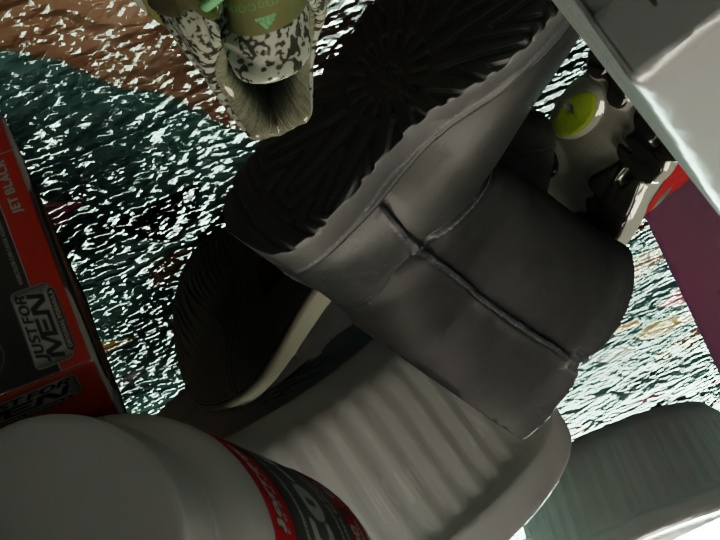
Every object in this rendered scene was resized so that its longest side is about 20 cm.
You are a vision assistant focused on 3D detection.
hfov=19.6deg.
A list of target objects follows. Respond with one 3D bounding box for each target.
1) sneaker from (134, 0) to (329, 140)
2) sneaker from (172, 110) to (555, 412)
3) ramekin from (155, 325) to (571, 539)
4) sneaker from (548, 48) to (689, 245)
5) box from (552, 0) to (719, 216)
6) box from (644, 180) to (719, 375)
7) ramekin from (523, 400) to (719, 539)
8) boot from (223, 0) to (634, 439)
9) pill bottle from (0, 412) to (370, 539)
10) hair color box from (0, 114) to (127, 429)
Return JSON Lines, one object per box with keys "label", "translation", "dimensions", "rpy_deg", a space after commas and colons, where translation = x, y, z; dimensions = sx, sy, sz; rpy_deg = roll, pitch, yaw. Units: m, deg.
{"label": "sneaker", "translation": [-0.030, -0.098, 0.568], "dimensions": [0.077, 0.089, 0.200], "rpy_deg": [-21, 161, -4]}
{"label": "sneaker", "translation": [0.000, 0.000, 0.893], "dimensions": [0.106, 0.075, 0.200], "rpy_deg": [-4, 153, -35]}
{"label": "ramekin", "translation": [-0.013, 0.086, 0.971], "dimensions": [0.200, 0.105, 0.200], "rpy_deg": [-32, -168, 7]}
{"label": "sneaker", "translation": [0.133, -0.082, 0.864], "dimensions": [0.085, 0.077, 0.200], "rpy_deg": [-37, 174, -43]}
{"label": "box", "translation": [0.092, -0.108, 0.557], "dimensions": [0.106, 0.152, 0.200], "rpy_deg": [-37, 160, 8]}
{"label": "box", "translation": [0.234, 0.017, 1.052], "dimensions": [0.097, 0.176, 0.200], "rpy_deg": [-28, 161, 16]}
{"label": "ramekin", "translation": [0.212, 0.175, 1.600], "dimensions": [0.202, 0.094, 0.202], "rpy_deg": [-20, 162, -7]}
{"label": "boot", "translation": [0.060, -0.030, 0.786], "dimensions": [0.165, 0.066, 0.200], "rpy_deg": [-42, 141, 8]}
{"label": "pill bottle", "translation": [-0.070, 0.114, 0.757], "dimensions": [0.114, 0.114, 0.200], "rpy_deg": [-26, 161, 9]}
{"label": "hair color box", "translation": [-0.130, 0.031, 0.795], "dimensions": [0.061, 0.102, 0.200], "rpy_deg": [-21, 162, -6]}
